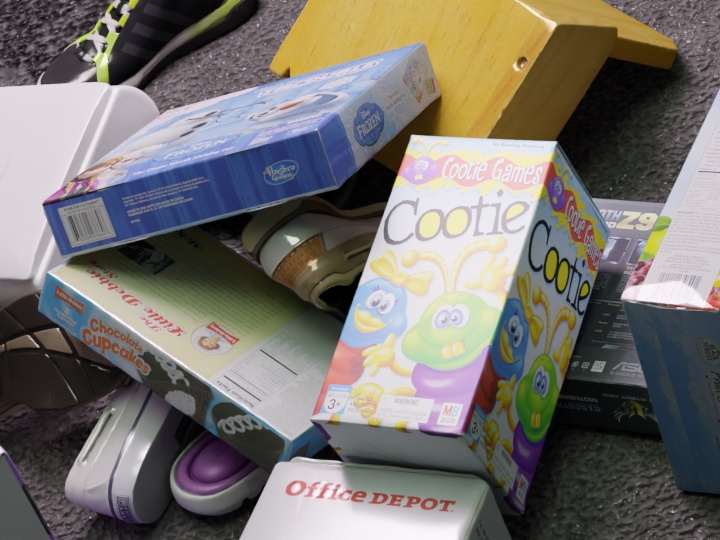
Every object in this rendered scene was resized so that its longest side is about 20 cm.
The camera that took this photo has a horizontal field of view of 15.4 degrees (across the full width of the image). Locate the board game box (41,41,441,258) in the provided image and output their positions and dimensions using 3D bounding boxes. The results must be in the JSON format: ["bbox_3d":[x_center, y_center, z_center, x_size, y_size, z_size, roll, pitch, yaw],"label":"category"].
[{"bbox_3d":[-0.073,-0.079,1.696,0.200,0.043,0.199,-13,14,25],"label":"board game box"}]

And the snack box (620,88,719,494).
[{"bbox_3d":[0.231,0.006,1.571,0.068,0.169,0.200,6,49,27],"label":"snack box"}]

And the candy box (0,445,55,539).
[{"bbox_3d":[-0.258,0.131,1.653,0.071,0.168,0.200,-32,42,-12],"label":"candy box"}]

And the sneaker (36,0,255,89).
[{"bbox_3d":[-0.171,-0.199,2.027,0.200,0.083,0.072,-35,42,-14],"label":"sneaker"}]

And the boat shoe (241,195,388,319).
[{"bbox_3d":[0.000,0.000,1.694,0.075,0.200,0.068,-47,66,22],"label":"boat shoe"}]

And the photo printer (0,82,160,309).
[{"bbox_3d":[-0.240,-0.051,1.861,0.200,0.069,0.167,3,66,48],"label":"photo printer"}]

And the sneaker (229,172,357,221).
[{"bbox_3d":[-0.084,-0.058,1.847,0.200,0.084,0.121,-23,32,-3],"label":"sneaker"}]

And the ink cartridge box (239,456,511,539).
[{"bbox_3d":[-0.010,0.213,1.523,0.146,0.083,0.200,4,48,28],"label":"ink cartridge box"}]

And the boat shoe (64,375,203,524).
[{"bbox_3d":[-0.130,0.077,1.734,0.066,0.072,0.200,9,58,25],"label":"boat shoe"}]

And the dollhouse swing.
[{"bbox_3d":[0.086,-0.137,1.842,0.200,0.176,0.182,34,94,38],"label":"dollhouse swing"}]

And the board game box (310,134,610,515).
[{"bbox_3d":[0.063,0.031,1.594,0.105,0.103,0.200,4,60,29],"label":"board game box"}]

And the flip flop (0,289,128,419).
[{"bbox_3d":[-0.215,0.062,1.758,0.058,0.081,0.200,-7,-11,-44],"label":"flip flop"}]

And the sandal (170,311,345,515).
[{"bbox_3d":[-0.047,0.076,1.708,0.082,0.050,0.203,17,53,33],"label":"sandal"}]

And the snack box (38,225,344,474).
[{"bbox_3d":[-0.089,0.041,1.665,0.200,0.037,0.116,34,40,21],"label":"snack box"}]

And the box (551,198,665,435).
[{"bbox_3d":[0.138,0.024,1.682,0.200,0.051,0.158,5,48,29],"label":"box"}]
